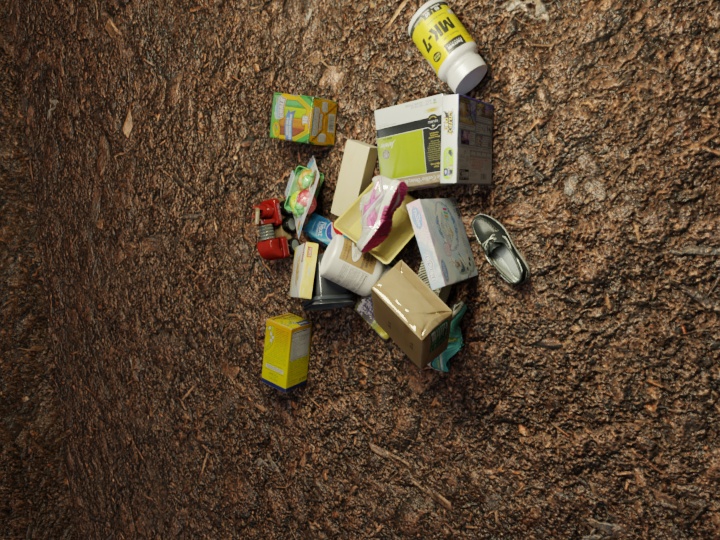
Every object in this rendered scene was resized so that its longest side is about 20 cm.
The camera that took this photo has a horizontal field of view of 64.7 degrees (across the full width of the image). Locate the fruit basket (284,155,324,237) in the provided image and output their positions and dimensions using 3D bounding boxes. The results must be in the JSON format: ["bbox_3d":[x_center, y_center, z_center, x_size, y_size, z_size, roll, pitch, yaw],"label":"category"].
[{"bbox_3d":[-0.162,-0.214,1.609,0.091,0.201,0.190,17,113,-13],"label":"fruit basket"}]

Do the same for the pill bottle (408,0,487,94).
[{"bbox_3d":[0.208,-0.525,1.345,0.114,0.113,0.203,-41,73,31],"label":"pill bottle"}]

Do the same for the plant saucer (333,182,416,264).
[{"bbox_3d":[0.061,-0.123,1.490,0.198,0.049,0.200,35,70,26],"label":"plant saucer"}]

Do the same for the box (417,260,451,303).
[{"bbox_3d":[0.179,0.064,1.469,0.081,0.068,0.206,25,109,30],"label":"box"}]

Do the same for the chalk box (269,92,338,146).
[{"bbox_3d":[-0.178,-0.433,1.626,0.195,0.122,0.130,15,104,32],"label":"chalk box"}]

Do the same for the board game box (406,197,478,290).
[{"bbox_3d":[0.199,-0.069,1.358,0.042,0.197,0.207,-19,85,34],"label":"board game box"}]

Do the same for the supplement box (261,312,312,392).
[{"bbox_3d":[-0.228,0.252,1.760,0.107,0.108,0.208,15,104,32],"label":"supplement box"}]

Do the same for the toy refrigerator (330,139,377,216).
[{"bbox_3d":[-0.015,-0.248,1.569,0.074,0.069,0.207,21,109,23],"label":"toy refrigerator"}]

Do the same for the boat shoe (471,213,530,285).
[{"bbox_3d":[0.328,-0.054,1.352,0.201,0.060,0.076,51,121,19],"label":"boat shoe"}]

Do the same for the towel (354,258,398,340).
[{"bbox_3d":[0.073,0.079,1.576,0.144,0.022,0.202,46,120,23],"label":"towel"}]

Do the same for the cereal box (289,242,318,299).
[{"bbox_3d":[-0.159,0.003,1.574,0.200,0.038,0.150,169,109,-75],"label":"cereal box"}]

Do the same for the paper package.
[{"bbox_3d":[0.121,0.110,1.351,0.191,0.103,0.202,45,163,24],"label":"paper package"}]

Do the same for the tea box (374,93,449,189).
[{"bbox_3d":[0.154,-0.306,1.399,0.195,0.132,0.205,-2,95,36],"label":"tea box"}]

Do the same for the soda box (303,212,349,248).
[{"bbox_3d":[-0.064,-0.086,1.612,0.197,0.068,0.065,29,82,28],"label":"soda box"}]

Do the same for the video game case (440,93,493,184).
[{"bbox_3d":[0.245,-0.292,1.295,0.044,0.197,0.189,6,100,35],"label":"video game case"}]

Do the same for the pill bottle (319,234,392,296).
[{"bbox_3d":[0.000,0.000,1.485,0.195,0.116,0.116,26,116,-15],"label":"pill bottle"}]

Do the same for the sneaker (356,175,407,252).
[{"bbox_3d":[0.036,-0.142,1.392,0.087,0.081,0.204,35,107,26],"label":"sneaker"}]

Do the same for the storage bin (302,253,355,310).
[{"bbox_3d":[-0.088,0.033,1.601,0.200,0.140,0.140,153,113,-72],"label":"storage bin"}]

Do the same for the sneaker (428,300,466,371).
[{"bbox_3d":[0.232,0.169,1.457,0.078,0.078,0.205,24,116,10],"label":"sneaker"}]

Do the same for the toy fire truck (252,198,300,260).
[{"bbox_3d":[-0.272,-0.122,1.687,0.125,0.198,0.183,-8,92,35],"label":"toy fire truck"}]
